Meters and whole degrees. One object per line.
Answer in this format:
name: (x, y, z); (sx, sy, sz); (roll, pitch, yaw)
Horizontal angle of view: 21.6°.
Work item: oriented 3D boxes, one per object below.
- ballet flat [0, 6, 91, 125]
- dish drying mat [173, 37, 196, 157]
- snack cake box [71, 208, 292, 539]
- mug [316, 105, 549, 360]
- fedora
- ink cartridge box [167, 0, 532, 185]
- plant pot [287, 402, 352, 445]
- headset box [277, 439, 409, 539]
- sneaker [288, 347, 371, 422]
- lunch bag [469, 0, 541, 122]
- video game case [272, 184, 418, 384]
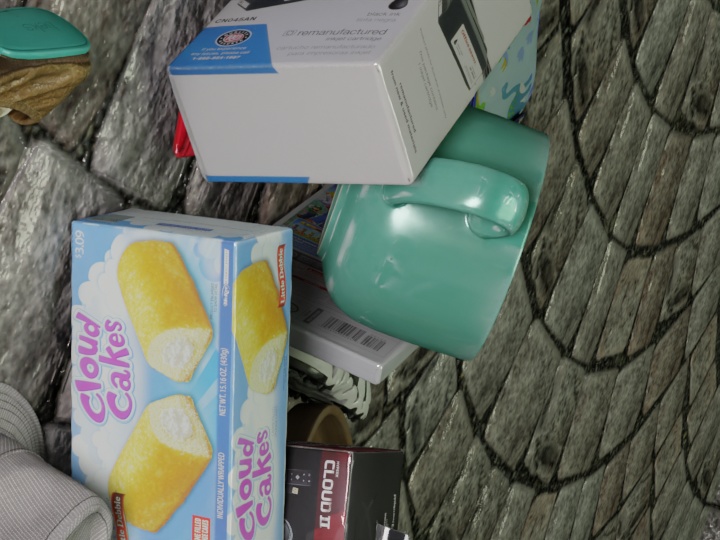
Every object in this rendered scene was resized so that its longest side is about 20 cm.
ballet flat: (-0.201, -0.092, 0.890); (0.072, 0.068, 0.200); (-56, 164, 15)
dish drying mat: (-0.057, -0.120, 1.226); (0.200, 0.018, 0.077); (-20, 126, -61)
snack cake box: (-0.106, 0.070, 1.098); (0.067, 0.115, 0.201); (-18, 112, -61)
mug: (0.043, -0.042, 1.169); (0.185, 0.114, 0.152); (111, -3, -47)
fedora: (-0.200, 0.169, 1.038); (0.200, 0.090, 0.177); (-59, 155, -26)
ink cartridge box: (-0.002, -0.140, 1.140); (0.200, 0.144, 0.084); (-55, 137, -45)
plant pot: (-0.067, 0.190, 1.316); (0.201, 0.092, 0.202); (3, 90, -78)
headset box: (-0.063, 0.178, 1.169); (0.077, 0.199, 0.150); (9, 84, -63)
sneaker: (-0.017, 0.052, 1.365); (0.200, 0.066, 0.091); (60, 53, -72)
lunch bag: (0.071, -0.182, 1.390); (0.161, 0.082, 0.201); (-33, 136, -51)
video game case: (0.000, 0.000, 1.286); (0.200, 0.143, 0.018); (-40, 147, -50)
